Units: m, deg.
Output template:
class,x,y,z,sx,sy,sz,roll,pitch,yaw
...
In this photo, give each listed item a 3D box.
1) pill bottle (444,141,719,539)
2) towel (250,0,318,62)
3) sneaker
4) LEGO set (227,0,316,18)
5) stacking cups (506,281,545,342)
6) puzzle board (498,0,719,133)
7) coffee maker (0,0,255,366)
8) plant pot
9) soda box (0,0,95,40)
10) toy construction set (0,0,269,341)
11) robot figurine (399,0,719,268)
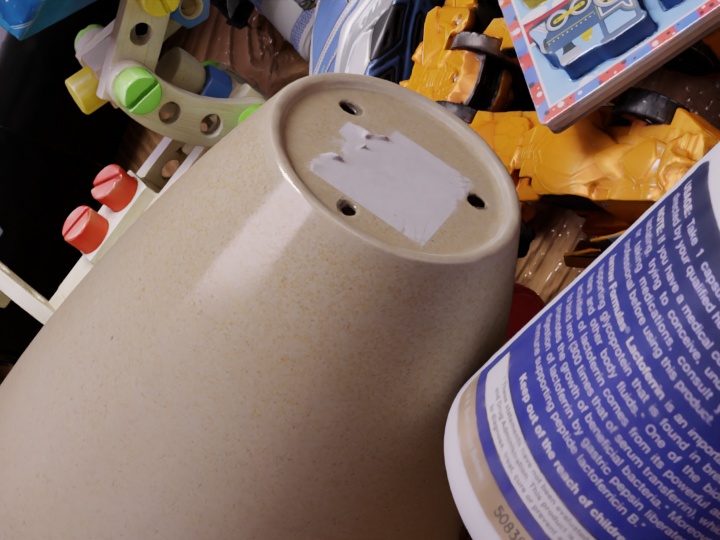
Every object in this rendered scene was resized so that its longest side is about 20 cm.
class,x,y,z,sx,sy,sz,roll,pitch,yaw
pill bottle,0.126,0.024,0.865,0.200,0.115,0.116,-46,41,33
towel,-0.020,-0.195,1.272,0.147,0.024,0.200,-61,32,17
sneaker,0.020,-0.130,1.132,0.077,0.075,0.201,13,81,57
LEGO set,-0.052,-0.217,1.160,0.116,0.153,0.201,-18,51,53
stacking cups,0.000,0.000,1.106,0.200,0.060,0.061,25,95,57
puzzle board,0.128,-0.151,0.973,0.199,0.017,0.151,-34,40,16
coffee maker,-0.172,-0.061,1.322,0.192,0.134,0.201,18,89,56
plant pot,-0.026,0.037,0.978,0.201,0.186,0.188,-60,33,36
soda box,-0.112,-0.166,1.212,0.068,0.064,0.200,-55,-6,27
toy construction set,-0.112,-0.035,1.215,0.200,0.131,0.092,-43,36,15
robot figurine,0.081,-0.059,1.016,0.199,0.058,0.146,3,68,55
